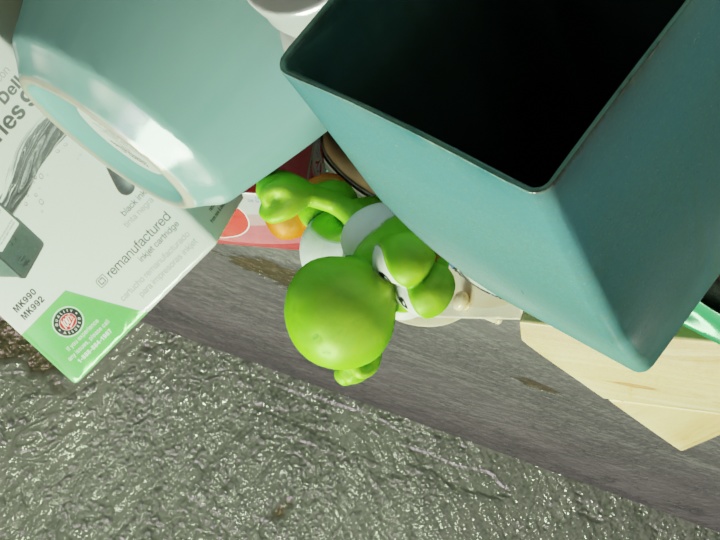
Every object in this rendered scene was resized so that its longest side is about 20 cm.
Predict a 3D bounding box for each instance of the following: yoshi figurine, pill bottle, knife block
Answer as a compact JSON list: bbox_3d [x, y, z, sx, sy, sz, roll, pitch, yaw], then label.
[{"bbox_3d":[-0.015,0.003,0.893,0.111,0.113,0.200,18,-178,-17],"label":"yoshi figurine"},{"bbox_3d":[0.030,-0.114,0.774,0.108,0.110,0.200,11,166,38],"label":"pill bottle"},{"bbox_3d":[0.219,0.031,0.936,0.199,0.064,0.175,34,140,-17],"label":"knife block"}]

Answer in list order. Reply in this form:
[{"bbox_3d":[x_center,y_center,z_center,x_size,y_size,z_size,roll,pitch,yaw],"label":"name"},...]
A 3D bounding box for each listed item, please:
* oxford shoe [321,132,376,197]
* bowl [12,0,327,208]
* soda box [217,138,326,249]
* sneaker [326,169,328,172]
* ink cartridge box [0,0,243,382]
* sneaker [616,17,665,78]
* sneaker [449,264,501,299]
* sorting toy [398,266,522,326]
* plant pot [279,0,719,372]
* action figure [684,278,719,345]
[{"bbox_3d":[0.053,-0.078,1.074,0.199,0.073,0.085,20,143,29],"label":"oxford shoe"},{"bbox_3d":[-0.109,-0.109,0.861,0.200,0.105,0.201,34,169,8],"label":"bowl"},{"bbox_3d":[-0.125,-0.064,1.066,0.198,0.064,0.070,4,150,8],"label":"soda box"},{"bbox_3d":[-0.059,-0.077,1.204,0.198,0.080,0.075,16,169,23],"label":"sneaker"},{"bbox_3d":[-0.196,-0.055,0.987,0.200,0.146,0.084,43,-158,-10],"label":"ink cartridge box"},{"bbox_3d":[0.195,-0.089,0.755,0.115,0.076,0.200,21,166,45],"label":"sneaker"},{"bbox_3d":[0.065,-0.058,0.945,0.200,0.076,0.077,44,159,14],"label":"sneaker"},{"bbox_3d":[0.148,0.005,1.224,0.179,0.108,0.199,17,171,-28],"label":"sorting toy"},{"bbox_3d":[0.092,-0.056,0.686,0.141,0.142,0.200,29,164,36],"label":"plant pot"},{"bbox_3d":[0.122,-0.021,0.871,0.198,0.055,0.118,23,-173,10],"label":"action figure"}]
